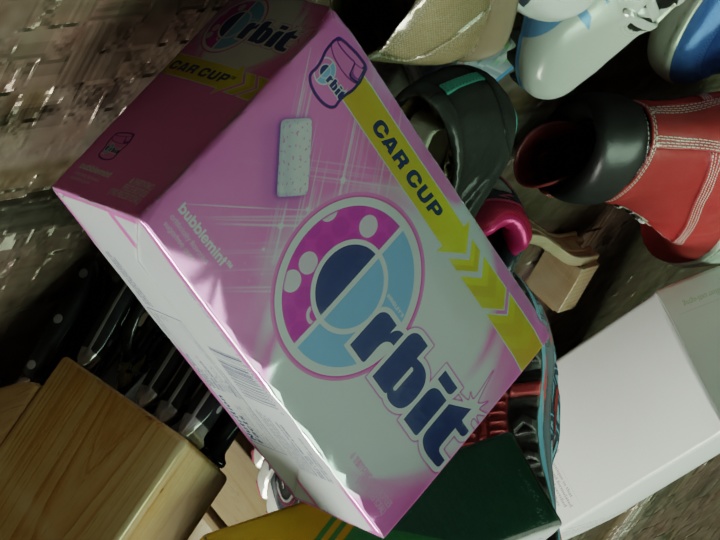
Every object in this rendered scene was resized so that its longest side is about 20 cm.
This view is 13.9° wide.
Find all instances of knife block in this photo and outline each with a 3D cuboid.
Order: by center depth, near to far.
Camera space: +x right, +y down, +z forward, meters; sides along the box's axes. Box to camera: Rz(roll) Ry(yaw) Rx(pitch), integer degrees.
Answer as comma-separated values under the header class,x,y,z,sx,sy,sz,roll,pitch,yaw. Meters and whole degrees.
class,x,y,z,sx,sy,sz,roll,pitch,yaw
knife block,-0.096,0.092,1.220,0.175,0.201,0.064,-14,158,11

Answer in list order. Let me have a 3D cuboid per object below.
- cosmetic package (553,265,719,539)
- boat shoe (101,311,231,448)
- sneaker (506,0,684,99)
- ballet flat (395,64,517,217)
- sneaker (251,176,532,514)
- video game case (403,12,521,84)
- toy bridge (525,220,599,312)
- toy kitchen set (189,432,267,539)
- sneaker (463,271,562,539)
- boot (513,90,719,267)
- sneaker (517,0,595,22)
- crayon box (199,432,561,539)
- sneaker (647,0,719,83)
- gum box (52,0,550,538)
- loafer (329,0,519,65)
class,x,y,z,sx,sy,sz,roll,pitch,yaw
cosmetic package,0.150,0.075,1.587,0.107,0.085,0.200,-18,165,-42
boat shoe,-0.100,0.092,1.313,0.073,0.063,0.202,27,114,-25
sneaker,0.139,-0.144,1.254,0.200,0.073,0.072,-48,157,15
ballet flat,0.000,0.000,1.275,0.068,0.068,0.201,-4,120,-61
sneaker,0.013,0.042,1.343,0.080,0.075,0.201,11,105,-35
video game case,0.067,-0.151,1.242,0.143,0.018,0.200,-39,155,-6
toy bridge,0.052,0.004,1.465,0.199,0.027,0.067,-13,140,-47
toy kitchen set,-0.084,0.203,1.422,0.180,0.163,0.200,-24,150,-35
sneaker,0.071,0.099,1.422,0.095,0.079,0.201,19,74,-69
boot,0.135,-0.047,1.476,0.143,0.073,0.200,-4,166,-12
sneaker,0.103,-0.153,1.114,0.079,0.130,0.200,-18,136,-29
crayon box,-0.026,0.143,1.274,0.199,0.052,0.126,-17,159,-36
sneaker,0.241,-0.135,1.415,0.200,0.111,0.077,-37,156,-10
gum box,-0.016,0.002,1.171,0.114,0.066,0.200,-48,126,-18
loafer,0.027,-0.149,1.094,0.067,0.076,0.201,-28,140,-28
